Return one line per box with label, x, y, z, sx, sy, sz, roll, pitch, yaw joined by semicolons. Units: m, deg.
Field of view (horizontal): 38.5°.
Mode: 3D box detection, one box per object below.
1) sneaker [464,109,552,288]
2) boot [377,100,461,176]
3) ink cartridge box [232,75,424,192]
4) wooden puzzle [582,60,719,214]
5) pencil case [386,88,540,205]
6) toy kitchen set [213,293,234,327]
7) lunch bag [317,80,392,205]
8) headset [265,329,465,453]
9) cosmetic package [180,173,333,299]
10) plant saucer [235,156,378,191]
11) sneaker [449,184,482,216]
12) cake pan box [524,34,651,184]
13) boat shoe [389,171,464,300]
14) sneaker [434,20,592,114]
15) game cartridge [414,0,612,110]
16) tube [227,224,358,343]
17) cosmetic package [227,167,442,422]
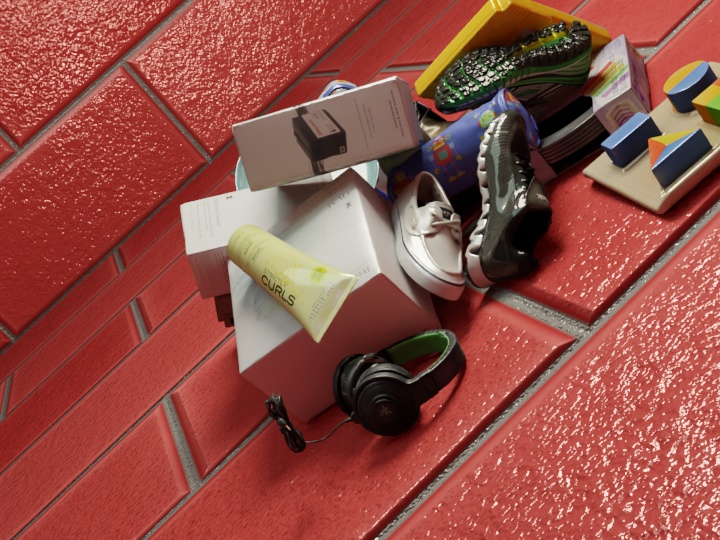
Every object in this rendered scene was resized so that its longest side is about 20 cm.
sneaker;0.170;-0.079;1.103;0.090;0.066;0.201;-5;70;44
boot;0.084;-0.178;1.321;0.200;0.097;0.075;-28;18;43
ink cartridge box;-0.034;-0.160;1.225;0.199;0.084;0.145;-15;6;10
wooden puzzle;0.325;-0.148;1.046;0.185;0.046;0.200;-41;18;2
pencil case;0.122;-0.134;1.235;0.200;0.087;0.078;-33;63;32
toy kitchen set;-0.117;0.034;1.430;0.162;0.181;0.200;-8;36;-6
lunch bag;0.003;-0.173;1.522;0.161;0.199;0.076;-57;14;9
headset;0.007;0.111;1.023;0.200;0.094;0.123;-34;16;-13
cosmetic package;-0.118;-0.047;1.306;0.199;0.081;0.113;-16;42;-3
plant saucer;-0.073;-0.132;1.424;0.200;0.200;0.027;-47;-23;-18
sneaker;0.096;-0.098;1.380;0.104;0.060;0.200;-38;22;1
cake pan box;0.263;-0.190;1.268;0.184;0.052;0.200;-34;20;29
boat shoe;0.082;-0.044;1.141;0.066;0.072;0.200;-61;18;26
sneaker;0.186;-0.224;1.242;0.199;0.085;0.078;-17;42;6
game cartridge;0.196;-0.265;1.320;0.176;0.199;0.033;-44;53;40
tube;-0.076;0.004;1.099;0.052;0.058;0.200;-17;31;-29
cosmetic package;-0.037;0.026;1.181;0.199;0.123;0.200;-36;39;17
